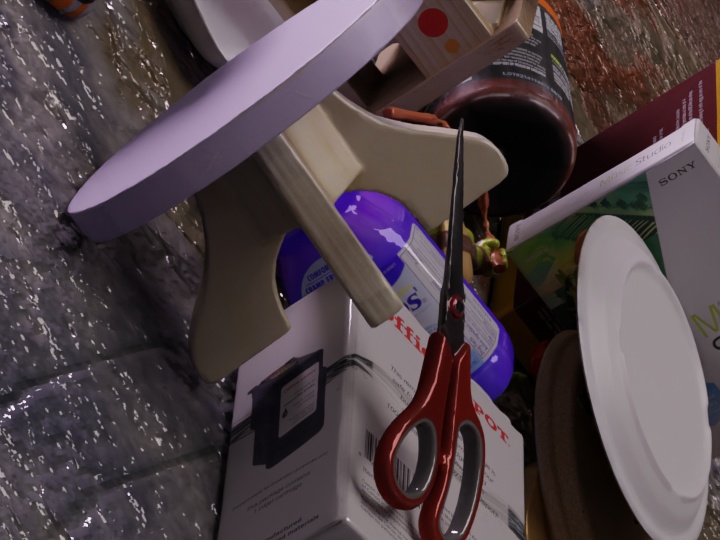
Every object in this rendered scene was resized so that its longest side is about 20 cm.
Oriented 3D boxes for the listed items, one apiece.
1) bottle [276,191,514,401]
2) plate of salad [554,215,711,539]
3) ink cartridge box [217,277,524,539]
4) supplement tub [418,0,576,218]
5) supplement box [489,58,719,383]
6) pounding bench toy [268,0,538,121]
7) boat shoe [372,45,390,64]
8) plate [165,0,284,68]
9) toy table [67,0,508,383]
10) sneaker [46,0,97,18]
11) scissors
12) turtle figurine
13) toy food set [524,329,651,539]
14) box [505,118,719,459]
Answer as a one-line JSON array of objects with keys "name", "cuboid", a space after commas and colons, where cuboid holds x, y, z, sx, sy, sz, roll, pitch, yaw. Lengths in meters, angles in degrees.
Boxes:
[{"name": "bottle", "cuboid": [0.000, 0.000, 1.369, 0.200, 0.083, 0.065, 51, 23, -20]}, {"name": "plate of salad", "cuboid": [0.158, 0.068, 1.454, 0.200, 0.048, 0.201, 44, 39, -51]}, {"name": "ink cartridge box", "cuboid": [0.009, 0.117, 1.229, 0.145, 0.084, 0.200, 47, 25, -26]}, {"name": "supplement tub", "cuboid": [0.090, -0.132, 1.711, 0.107, 0.107, 0.200, 45, 24, -28]}, {"name": "supplement box", "cuboid": [0.208, -0.011, 1.672, 0.133, 0.200, 0.197, 51, 23, -19]}, {"name": "pounding bench toy", "cuboid": [0.042, -0.209, 1.492, 0.156, 0.200, 0.124, 52, 24, -16]}, {"name": "boat shoe", "cuboid": [0.002, -0.186, 1.660, 0.069, 0.057, 0.201, 36, 30, -44]}, {"name": "plate", "cuboid": [-0.086, -0.194, 1.516, 0.200, 0.032, 0.200, 62, 22, 13]}, {"name": "toy table", "cuboid": [-0.030, -0.044, 1.219, 0.117, 0.200, 0.184, 54, 11, -16]}, {"name": "sneaker", "cuboid": [-0.131, -0.232, 1.361, 0.078, 0.112, 0.201, 36, 30, -43]}, {"name": "scissors", "cuboid": [0.045, 0.032, 1.174, 0.073, 0.014, 0.201, 34, 58, -41]}, {"name": "turtle figurine", "cuboid": [0.048, -0.008, 1.505, 0.200, 0.064, 0.162, 48, 29, -64]}, {"name": "toy food set", "cuboid": [0.140, 0.136, 1.498, 0.198, 0.048, 0.201, 42, 40, -51]}, {"name": "box", "cuboid": [0.205, 0.020, 1.553, 0.200, 0.144, 0.036, 51, 26, -17]}]
